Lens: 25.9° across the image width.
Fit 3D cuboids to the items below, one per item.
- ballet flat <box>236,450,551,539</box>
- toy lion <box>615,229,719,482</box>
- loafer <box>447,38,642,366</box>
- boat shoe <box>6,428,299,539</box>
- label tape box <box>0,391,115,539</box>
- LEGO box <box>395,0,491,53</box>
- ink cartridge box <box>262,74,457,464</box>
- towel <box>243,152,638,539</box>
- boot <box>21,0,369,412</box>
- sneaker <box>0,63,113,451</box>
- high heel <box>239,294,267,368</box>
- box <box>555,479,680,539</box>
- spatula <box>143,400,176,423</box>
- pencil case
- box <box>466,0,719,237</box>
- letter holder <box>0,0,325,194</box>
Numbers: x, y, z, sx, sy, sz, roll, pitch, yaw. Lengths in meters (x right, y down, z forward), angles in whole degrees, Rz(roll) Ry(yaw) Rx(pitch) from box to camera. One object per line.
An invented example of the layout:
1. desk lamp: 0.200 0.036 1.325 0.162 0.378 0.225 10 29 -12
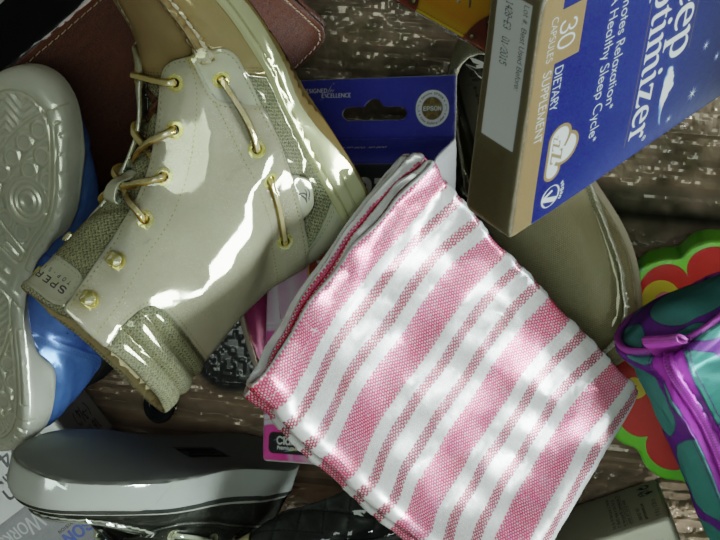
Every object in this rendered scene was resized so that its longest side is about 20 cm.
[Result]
1. ballet flat: 0.013 0.120 0.837 0.198 0.067 0.057 -25 65 -2
2. toy lion: 0.233 0.069 0.864 0.190 0.069 0.202 -20 101 14
3. loafer: 0.089 -0.037 0.829 0.075 0.068 0.202 -20 93 29
4. boat shoe: -0.107 0.125 0.829 0.070 0.199 0.064 24 99 37
5. label tape box: -0.198 0.142 0.897 0.144 0.063 0.201 -36 98 10
6. LEGO box: 0.110 -0.190 0.702 0.077 0.148 0.202 33 107 26
7. ink cartridge box: 0.000 0.000 0.803 0.094 0.037 0.203 1 87 25
8. towel: 0.048 0.060 0.762 0.200 0.030 0.147 45 69 -25
9. boot: -0.098 -0.048 0.710 0.155 0.072 0.201 -45 121 -14
10. sneaker: -0.155 -0.017 0.802 0.076 0.111 0.202 16 115 19
11. high heel: 0.001 0.070 0.871 0.095 0.067 0.202 -24 97 1
12. box: 0.091 0.194 0.890 0.198 0.068 0.083 -19 100 7
13. spatula: -0.096 -0.009 0.880 0.056 0.021 0.203 15 105 13
14. pencil case: 0.203 0.102 0.804 0.084 0.092 0.202 -16 105 39
15. box: 0.127 -0.110 0.688 0.032 0.199 0.122 34 141 29
16. letter holder: -0.136 -0.121 0.823 0.199 0.142 0.101 -37 55 14
